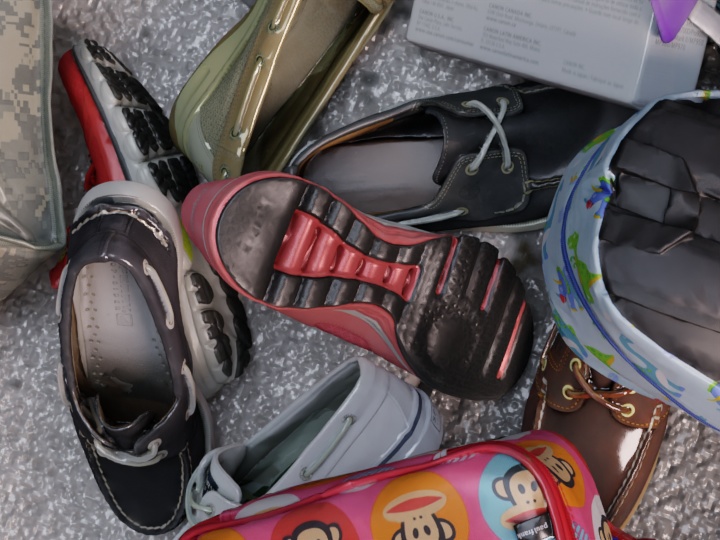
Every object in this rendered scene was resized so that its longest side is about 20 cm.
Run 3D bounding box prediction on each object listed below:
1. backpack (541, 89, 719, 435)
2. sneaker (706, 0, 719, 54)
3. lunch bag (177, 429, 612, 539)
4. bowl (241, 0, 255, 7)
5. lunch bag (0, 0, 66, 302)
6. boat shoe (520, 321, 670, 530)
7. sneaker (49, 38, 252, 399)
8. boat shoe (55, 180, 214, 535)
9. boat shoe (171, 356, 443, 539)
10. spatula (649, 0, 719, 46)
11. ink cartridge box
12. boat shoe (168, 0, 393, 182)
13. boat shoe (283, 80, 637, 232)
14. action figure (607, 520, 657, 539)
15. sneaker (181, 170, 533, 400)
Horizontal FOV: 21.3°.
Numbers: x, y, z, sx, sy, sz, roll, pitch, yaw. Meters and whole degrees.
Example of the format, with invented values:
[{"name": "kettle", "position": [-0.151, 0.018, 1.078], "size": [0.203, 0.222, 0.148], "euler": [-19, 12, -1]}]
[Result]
[{"name": "backpack", "position": [0.177, 0.007, 0.834], "size": [0.198, 0.153, 0.165], "euler": [23, 81, -20]}, {"name": "sneaker", "position": [0.177, -0.169, 0.920], "size": [0.199, 0.087, 0.078], "euler": [36, 50, 14]}, {"name": "lunch bag", "position": [0.022, 0.173, 0.834], "size": [0.198, 0.082, 0.178], "euler": [-18, 86, 23]}, {"name": "bowl", "position": [-0.042, -0.265, 1.002], "size": [0.199, 0.075, 0.200], "euler": [-40, 75, 3]}, {"name": "lunch bag", "position": [-0.226, -0.082, 0.961], "size": [0.116, 0.164, 0.202], "euler": [5, 70, -29]}, {"name": "boat shoe", "position": [0.121, 0.041, 0.925], "size": [0.070, 0.070, 0.202], "euler": [15, 87, 13]}, {"name": "sneaker", "position": [-0.127, -0.023, 0.986], "size": [0.084, 0.077, 0.202], "euler": [-23, 78, 13]}, {"name": "boat shoe", "position": [-0.110, 0.057, 0.924], "size": [0.073, 0.061, 0.202], "euler": [5, 123, 3]}, {"name": "boat shoe", "position": [-0.054, 0.111, 0.935], "size": [0.200, 0.067, 0.074], "euler": [-41, 32, 9]}, {"name": "spatula", "position": [0.174, -0.097, 0.878], "size": [0.020, 0.200, 0.057], "euler": [17, 68, 43]}, {"name": "ink cartridge box", "position": [0.109, -0.189, 0.912], "size": [0.159, 0.047, 0.202], "euler": [23, 103, 47]}, {"name": "boat shoe", "position": [-0.019, -0.126, 0.963], "size": [0.201, 0.073, 0.063], "euler": [-52, 49, 8]}, {"name": "boat shoe", "position": [0.059, -0.057, 0.954], "size": [0.198, 0.068, 0.073], "euler": [-11, 78, 9]}, {"name": "action figure", "position": [0.076, 0.138, 0.891], "size": [0.198, 0.052, 0.066], "euler": [8, 55, 33]}, {"name": "sneaker", "position": [0.000, 0.000, 0.929], "size": [0.199, 0.087, 0.074], "euler": [27, 86, -30]}]
